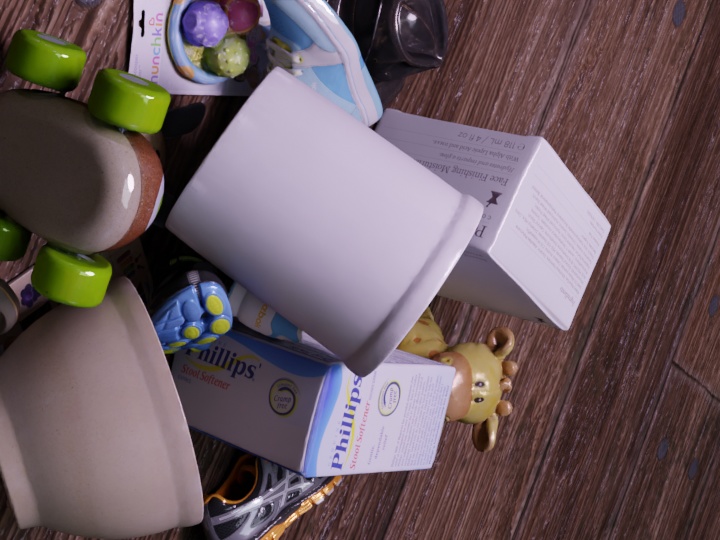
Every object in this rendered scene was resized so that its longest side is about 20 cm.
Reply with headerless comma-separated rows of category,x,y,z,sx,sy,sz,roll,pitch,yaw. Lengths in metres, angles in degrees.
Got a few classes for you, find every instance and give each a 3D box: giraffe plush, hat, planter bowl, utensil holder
giraffe plush,0.077,0.119,1.370,0.200,0.162,0.174,-34,128,-39
hat,0.038,-0.232,1.232,0.200,0.080,0.202,-38,133,-54
planter bowl,-0.216,0.120,0.988,0.134,0.200,0.201,-18,120,-18
utensil holder,-0.031,-0.041,1.027,0.200,0.170,0.170,35,69,-6

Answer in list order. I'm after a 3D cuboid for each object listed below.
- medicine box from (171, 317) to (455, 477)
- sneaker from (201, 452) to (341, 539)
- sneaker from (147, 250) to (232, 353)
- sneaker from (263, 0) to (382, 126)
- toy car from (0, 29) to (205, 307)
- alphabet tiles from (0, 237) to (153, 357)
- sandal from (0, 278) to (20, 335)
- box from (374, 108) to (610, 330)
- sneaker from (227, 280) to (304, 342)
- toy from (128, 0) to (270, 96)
medicine box,-0.046,0.112,1.196,0.199,0.181,0.104,7,97,-52
sneaker,-0.084,0.205,1.276,0.200,0.078,0.078,-44,115,-42
sneaker,-0.148,0.023,1.058,0.070,0.200,0.083,-5,84,-12
sneaker,-0.063,-0.156,1.103,0.130,0.080,0.200,-41,142,-6
toy car,-0.185,-0.078,0.995,0.200,0.157,0.165,-6,120,-63
alphabet tiles,-0.230,0.069,1.093,0.167,0.008,0.201,-41,132,-36
sandal,-0.311,-0.002,0.902,0.200,0.080,0.054,59,41,-49
box,0.119,-0.052,1.332,0.200,0.198,0.131,40,71,-50
sneaker,-0.064,0.017,1.175,0.077,0.080,0.200,-63,177,19
toy,-0.107,-0.207,1.114,0.199,0.047,0.116,-9,108,-51
